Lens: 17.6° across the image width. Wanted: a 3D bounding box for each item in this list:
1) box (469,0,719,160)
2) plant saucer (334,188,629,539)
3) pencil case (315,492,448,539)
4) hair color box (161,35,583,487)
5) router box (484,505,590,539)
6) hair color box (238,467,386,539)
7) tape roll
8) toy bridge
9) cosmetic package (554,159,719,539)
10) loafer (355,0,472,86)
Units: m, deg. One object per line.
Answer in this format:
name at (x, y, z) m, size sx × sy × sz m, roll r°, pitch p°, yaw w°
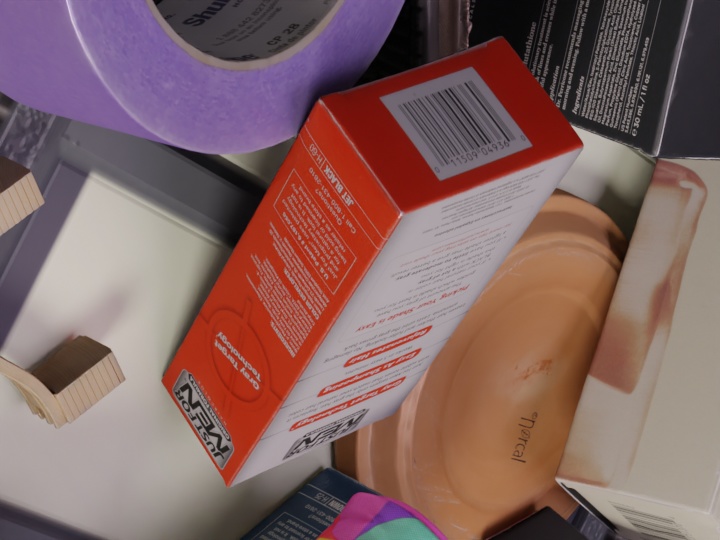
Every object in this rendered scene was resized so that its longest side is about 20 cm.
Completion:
box at (0.121, -0.162, 1.007) m, size 0.079 × 0.141 × 0.202 m, roll -1°, pitch 109°, yaw -45°
plant saucer at (0.071, 0.059, 1.136) m, size 0.199 × 0.032 × 0.202 m, roll -20°, pitch 121°, yaw -36°
pencil case at (-0.033, 0.186, 0.970) m, size 0.200 × 0.088 × 0.089 m, roll -47°, pitch 133°, yaw -18°
hair color box at (0.000, 0.000, 0.948) m, size 0.101 × 0.061 × 0.200 m, roll -21°, pitch 156°, yaw -37°
router box at (0.132, 0.231, 1.127) m, size 0.051 × 0.200 × 0.150 m, roll -25°, pitch 137°, yaw -34°
hair color box at (-0.055, 0.191, 1.050) m, size 0.200 × 0.060 × 0.101 m, roll -38°, pitch 128°, yaw -26°
tape roll at (-0.066, -0.148, 0.856) m, size 0.199 × 0.085 × 0.202 m, roll -19°, pitch 116°, yaw -45°
toy bridge at (-0.154, -0.017, 0.890) m, size 0.067 × 0.027 × 0.201 m, roll -39°, pitch 129°, yaw -24°
cosmetic package at (0.176, 0.032, 1.143) m, size 0.103 × 0.087 × 0.201 m, roll 43°, pitch 63°, yaw -54°
loafer at (0.028, -0.153, 0.969) m, size 0.071 × 0.073 × 0.202 m, roll -20°, pitch 121°, yaw -35°
